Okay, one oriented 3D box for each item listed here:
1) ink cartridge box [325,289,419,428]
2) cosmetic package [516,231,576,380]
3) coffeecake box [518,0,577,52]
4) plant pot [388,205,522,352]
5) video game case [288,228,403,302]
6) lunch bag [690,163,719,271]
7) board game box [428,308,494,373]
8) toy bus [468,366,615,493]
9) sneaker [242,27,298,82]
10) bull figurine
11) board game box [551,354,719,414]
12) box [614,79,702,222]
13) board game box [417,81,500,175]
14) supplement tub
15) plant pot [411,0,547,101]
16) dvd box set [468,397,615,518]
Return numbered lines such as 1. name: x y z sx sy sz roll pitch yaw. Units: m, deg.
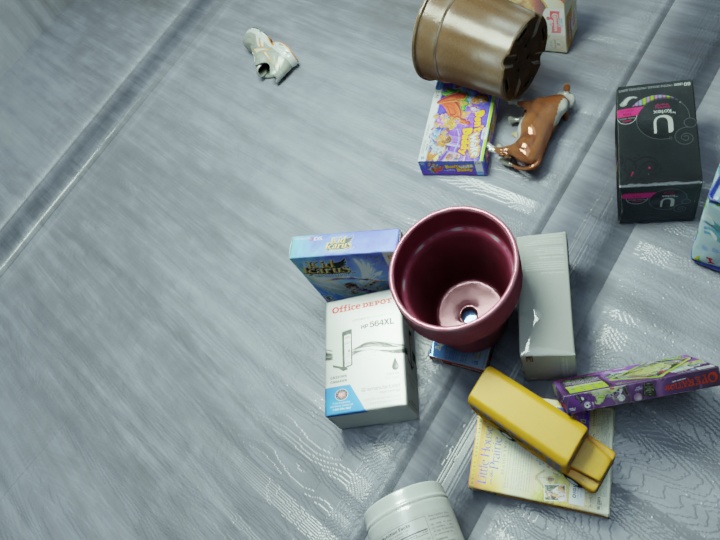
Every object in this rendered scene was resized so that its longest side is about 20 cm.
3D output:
1. ink cartridge box: 0.016 0.147 1.008 0.142 0.085 0.206 -12 59 16
2. cosmetic package: 0.288 0.057 0.931 0.087 0.107 0.206 -6 62 18
3. coffeecake box: 0.329 -0.532 1.207 0.195 0.154 0.074 18 69 30
4. plant pot: 0.158 0.034 0.930 0.194 0.180 0.206 -10 60 17
5. video game case: 0.000 0.000 1.037 0.194 0.182 0.047 -3 60 21
6. lunch bag: 0.584 -0.062 0.831 0.196 0.171 0.130 20 71 28
7. board game box: 0.192 0.066 1.019 0.100 0.020 0.205 11 68 26
8. toy bus: 0.250 0.219 0.835 0.197 0.079 0.066 31 76 32
9. sneaker: -0.248 -0.539 1.508 0.198 0.076 0.093 36 84 35
10. bull figurine: 0.322 -0.274 1.124 0.119 0.066 0.203 13 63 35
11. board game box: 0.371 0.155 0.827 0.194 0.120 0.033 -14 91 11
12. box: 0.484 -0.195 0.985 0.118 0.106 0.206 -2 63 22
13. board game box: 0.200 -0.287 1.194 0.130 0.045 0.205 4 64 25
14. supplement tub: 0.092 0.409 0.804 0.129 0.133 0.204 -27 55 6
15. plant pot: 0.228 -0.426 1.123 0.196 0.201 0.202 34 79 30
16. dvd box set: 0.263 0.262 0.872 0.194 0.030 0.150 3 64 23
